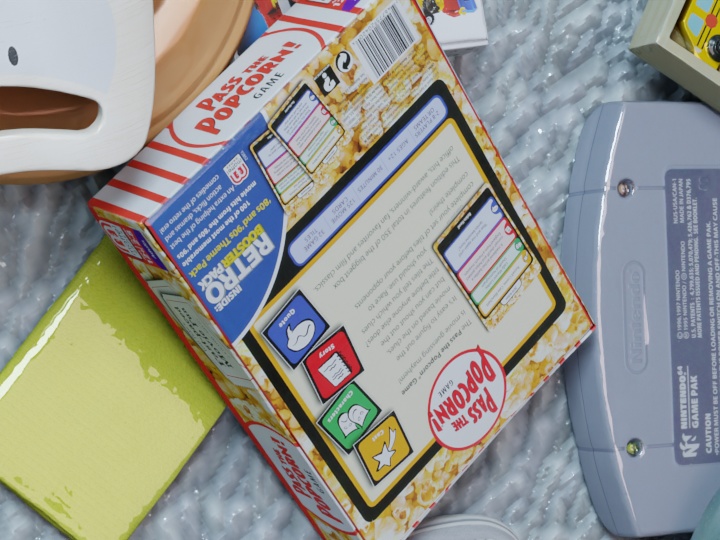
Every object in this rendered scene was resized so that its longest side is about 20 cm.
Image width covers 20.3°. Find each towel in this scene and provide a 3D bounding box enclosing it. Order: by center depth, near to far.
[{"bbox_3d":[-0.079,0.016,0.842,0.086,0.018,0.201,40,73,-14],"label":"towel"}]

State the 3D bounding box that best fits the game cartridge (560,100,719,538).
[{"bbox_3d":[0.157,0.022,0.949,0.132,0.041,0.202,-1,88,-30],"label":"game cartridge"}]

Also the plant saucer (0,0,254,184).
[{"bbox_3d":[-0.134,-0.135,0.782,0.198,0.037,0.202,1,86,-13],"label":"plant saucer"}]

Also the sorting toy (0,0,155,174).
[{"bbox_3d":[-0.149,-0.112,0.695,0.198,0.107,0.182,-15,108,-12],"label":"sorting toy"}]

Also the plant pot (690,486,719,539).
[{"bbox_3d":[0.254,0.168,0.886,0.198,0.134,0.203,-4,102,-20],"label":"plant pot"}]

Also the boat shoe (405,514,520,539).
[{"bbox_3d":[-0.003,0.161,0.844,0.198,0.068,0.073,-18,96,-26],"label":"boat shoe"}]

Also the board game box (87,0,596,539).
[{"bbox_3d":[0.000,0.000,0.832,0.152,0.046,0.201,-45,124,-20],"label":"board game box"}]

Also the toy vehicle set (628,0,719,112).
[{"bbox_3d":[0.216,-0.159,0.944,0.124,0.026,0.201,29,77,-19],"label":"toy vehicle set"}]

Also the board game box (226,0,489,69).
[{"bbox_3d":[-0.021,-0.187,0.860,0.125,0.035,0.202,-8,88,-26],"label":"board game box"}]
